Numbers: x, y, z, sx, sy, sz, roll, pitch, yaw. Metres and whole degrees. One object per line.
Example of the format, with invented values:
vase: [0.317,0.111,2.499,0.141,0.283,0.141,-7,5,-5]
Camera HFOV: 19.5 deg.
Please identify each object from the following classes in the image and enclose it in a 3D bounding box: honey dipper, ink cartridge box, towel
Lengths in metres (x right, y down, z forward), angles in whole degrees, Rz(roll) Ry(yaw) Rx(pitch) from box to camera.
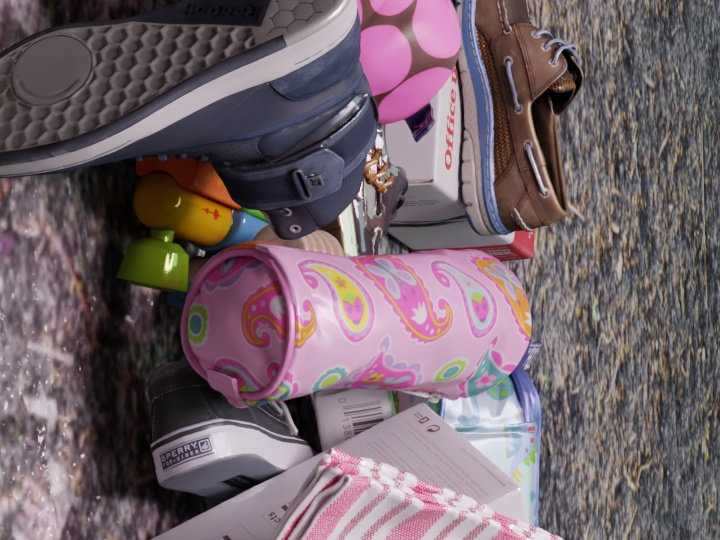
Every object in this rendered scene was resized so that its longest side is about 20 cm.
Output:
honey dipper: [0.000,0.000,1.185,0.200,0.038,0.038,9,80,-63]
ink cartridge box: [0.004,0.103,1.257,0.200,0.050,0.162,-91,171,-69]
ink cartridge box: [0.053,-0.099,1.433,0.200,0.083,0.145,30,61,-62]
towel: [0.026,0.180,1.028,0.199,0.030,0.147,24,97,-33]

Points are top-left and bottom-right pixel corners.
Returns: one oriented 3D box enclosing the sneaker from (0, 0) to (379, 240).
sneaker: [-0.087,-0.060,0.996,0.146,0.201,0.077,75,-4,-56]

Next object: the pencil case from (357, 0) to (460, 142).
pencil case: [-0.029,-0.141,1.053,0.200,0.094,0.091,34,21,-50]

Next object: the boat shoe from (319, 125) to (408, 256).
boat shoe: [-0.002,-0.054,1.300,0.072,0.064,0.201,-166,-115,-69]

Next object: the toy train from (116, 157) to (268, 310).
toy train: [-0.100,-0.041,1.088,0.200,0.084,0.116,23,82,-64]

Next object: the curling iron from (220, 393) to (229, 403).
curling iron: [-0.042,0.032,1.139,0.200,0.025,0.050,-58,140,-71]

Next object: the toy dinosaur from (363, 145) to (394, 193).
toy dinosaur: [-0.045,-0.135,1.180,0.136,0.102,0.201,-32,112,-63]

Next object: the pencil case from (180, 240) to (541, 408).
pencil case: [0.003,0.029,1.076,0.199,0.087,0.088,3,86,-49]

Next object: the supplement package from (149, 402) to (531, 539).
supplement package: [-0.015,0.176,1.088,0.199,0.109,0.114,-26,121,-17]

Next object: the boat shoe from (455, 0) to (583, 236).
boat shoe: [0.107,-0.124,1.364,0.072,0.072,0.201,-2,89,-66]

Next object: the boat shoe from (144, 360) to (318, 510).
boat shoe: [-0.073,0.088,1.142,0.199,0.073,0.068,31,40,-70]

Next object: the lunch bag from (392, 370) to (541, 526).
lunch bag: [0.051,0.152,1.335,0.082,0.161,0.201,0,86,-23]
